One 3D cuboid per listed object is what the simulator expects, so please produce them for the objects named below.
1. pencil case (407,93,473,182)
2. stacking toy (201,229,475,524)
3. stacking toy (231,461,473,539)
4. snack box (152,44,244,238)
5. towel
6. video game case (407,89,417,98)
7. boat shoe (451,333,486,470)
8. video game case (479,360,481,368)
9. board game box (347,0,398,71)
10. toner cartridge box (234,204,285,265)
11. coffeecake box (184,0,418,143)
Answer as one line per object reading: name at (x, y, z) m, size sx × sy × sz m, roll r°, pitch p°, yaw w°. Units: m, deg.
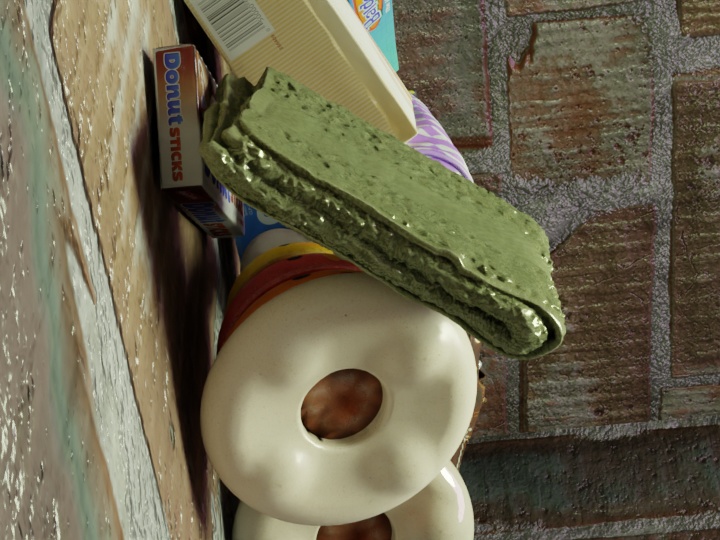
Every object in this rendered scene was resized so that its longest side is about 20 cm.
pencil case at (0.024, -0.078, 1.177) m, size 0.200 × 0.085 × 0.084 m, roll -119°, pitch -138°, yaw -68°
stacking toy at (-0.033, 0.032, 0.909) m, size 0.200 × 0.146 × 0.147 m, roll -123°, pitch -157°, yaw -58°
stacking toy at (-0.018, 0.134, 1.043) m, size 0.200 × 0.146 × 0.147 m, roll -121°, pitch -156°, yaw -70°
snack box at (-0.087, -0.065, 0.897) m, size 0.200 × 0.024 × 0.072 m, roll 71°, pitch 16°, yaw -84°
towel at (0.011, -0.033, 0.818) m, size 0.037 × 0.200 × 0.148 m, roll -59°, pitch -171°, yaw 20°
video game case at (-0.008, -0.038, 1.312) m, size 0.180 × 0.025 × 0.201 m, roll -13°, pitch 96°, yaw -44°
boat shoe at (0.053, 0.074, 1.065) m, size 0.070 × 0.070 × 0.201 m, roll 38°, pitch -48°, yaw 49°
video game case at (0.019, 0.148, 1.343) m, size 0.182 × 0.024 × 0.200 m, roll -58°, pitch -171°, yaw -10°
board game box at (-0.043, -0.239, 1.177) m, size 0.152 × 0.045 × 0.200 m, roll 40°, pitch -23°, yaw 28°
toner cartridge box at (-0.056, -0.014, 1.089) m, size 0.095 × 0.043 × 0.201 m, roll -76°, pitch 154°, yaw -79°
coffeecake box at (-0.035, -0.141, 1.038) m, size 0.154 × 0.073 × 0.200 m, roll 55°, pitch 8°, yaw -9°
